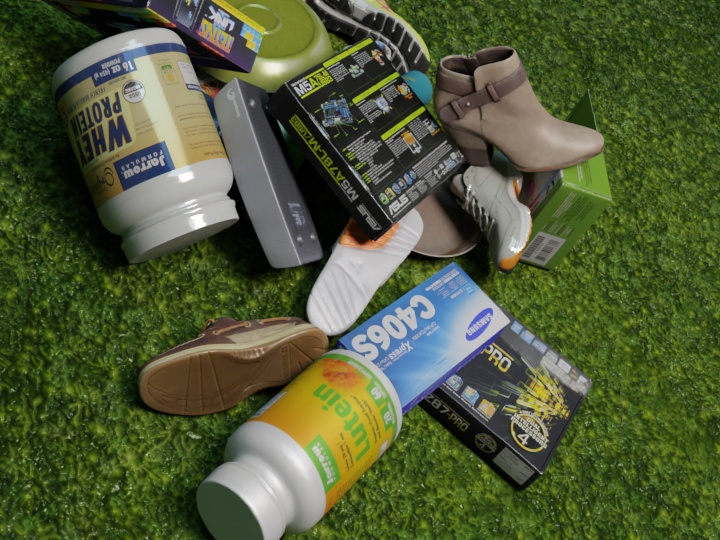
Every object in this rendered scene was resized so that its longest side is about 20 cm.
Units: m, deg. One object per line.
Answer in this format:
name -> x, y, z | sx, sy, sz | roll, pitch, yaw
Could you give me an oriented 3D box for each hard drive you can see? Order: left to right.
hard drive -> -0.098, -0.100, 1.108 | 0.135, 0.042, 0.204 | -24, 95, -80

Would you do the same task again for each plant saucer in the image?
plant saucer -> -0.125, -0.293, 1.239 | 0.196, 0.031, 0.203 | 10, 48, -12
plant saucer -> 0.065, -0.092, 1.285 | 0.197, 0.032, 0.203 | 16, 50, -20

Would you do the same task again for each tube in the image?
tube -> 0.031, -0.206, 1.322 | 0.200, 0.076, 0.051 | -43, 123, -52

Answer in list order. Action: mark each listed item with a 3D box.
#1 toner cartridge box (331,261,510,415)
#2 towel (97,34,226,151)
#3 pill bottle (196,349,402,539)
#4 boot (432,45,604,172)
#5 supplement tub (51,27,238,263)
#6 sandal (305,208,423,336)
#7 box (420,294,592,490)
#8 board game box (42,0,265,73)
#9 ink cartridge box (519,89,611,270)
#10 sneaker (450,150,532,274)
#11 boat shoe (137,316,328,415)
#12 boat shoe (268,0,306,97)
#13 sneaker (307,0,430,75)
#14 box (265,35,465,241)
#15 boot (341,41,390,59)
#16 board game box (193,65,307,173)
toner cartridge box -> 0.064, 0.074, 1.085 | 0.095, 0.043, 0.199 | 47, 48, 12
towel -> -0.230, -0.175, 1.146 | 0.198, 0.049, 0.113 | 31, 64, -3
pill bottle -> -0.056, 0.170, 0.952 | 0.111, 0.112, 0.199 | 44, 46, 8
boot -> 0.183, -0.193, 1.206 | 0.196, 0.148, 0.071 | -4, 42, 13
supplement tub -> -0.213, -0.123, 1.038 | 0.143, 0.143, 0.203 | -21, 89, -40
sandal -> -0.007, -0.005, 1.157 | 0.079, 0.059, 0.208 | 40, 58, -4
box -> 0.147, 0.121, 1.153 | 0.199, 0.049, 0.161 | 40, 45, 6
board game box -> -0.229, -0.279, 1.110 | 0.198, 0.058, 0.164 | 17, -5, 37
ink cartridge box -> 0.244, -0.128, 1.338 | 0.074, 0.149, 0.203 | 15, 48, -17
sneaker -> 0.154, -0.077, 1.264 | 0.090, 0.076, 0.202 | 13, 42, -11
boat shoe -> -0.131, 0.084, 1.018 | 0.197, 0.073, 0.072 | -16, 33, -26
boat shoe -> -0.119, -0.290, 1.311 | 0.065, 0.075, 0.202 | 17, 43, -6
sneaker -> 0.022, -0.349, 1.431 | 0.199, 0.078, 0.091 | 39, 38, 0
box -> 0.012, -0.156, 1.174 | 0.194, 0.047, 0.200 | 49, 40, -1
boot -> -0.042, -0.231, 1.285 | 0.074, 0.096, 0.199 | 45, 48, 9
board game box -> -0.153, -0.175, 1.206 | 0.198, 0.023, 0.106 | 36, 64, -2
